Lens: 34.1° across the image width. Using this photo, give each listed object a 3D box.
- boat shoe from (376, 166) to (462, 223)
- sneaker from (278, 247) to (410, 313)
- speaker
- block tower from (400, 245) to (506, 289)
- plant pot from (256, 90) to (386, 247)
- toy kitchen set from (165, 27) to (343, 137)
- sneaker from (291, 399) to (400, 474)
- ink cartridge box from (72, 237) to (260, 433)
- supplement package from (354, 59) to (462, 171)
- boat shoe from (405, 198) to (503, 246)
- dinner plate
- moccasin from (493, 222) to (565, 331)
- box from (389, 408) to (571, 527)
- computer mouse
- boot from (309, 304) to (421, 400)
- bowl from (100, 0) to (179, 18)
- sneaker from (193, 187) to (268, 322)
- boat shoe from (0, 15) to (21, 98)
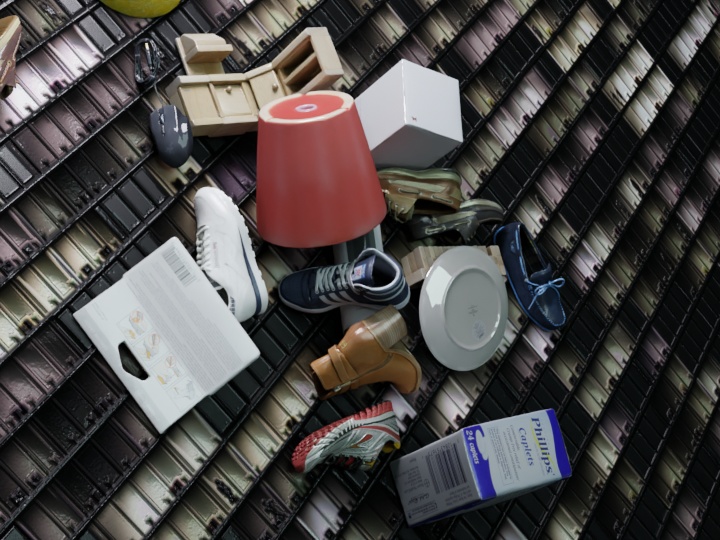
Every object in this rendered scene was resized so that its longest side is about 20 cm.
[{"bbox_3d":[0.069,-0.118,1.877,0.196,0.076,0.075,-4,68,-5],"label":"boat shoe"},{"bbox_3d":[-0.027,0.014,1.707,0.196,0.109,0.071,1,70,5],"label":"sneaker"},{"bbox_3d":[0.000,0.000,1.810,0.080,0.081,0.204,7,66,-35],"label":"speaker"},{"bbox_3d":[0.156,-0.007,1.950,0.198,0.054,0.059,-3,71,-39],"label":"block tower"},{"bbox_3d":[-0.067,-0.155,1.712,0.199,0.198,0.180,-31,123,-42],"label":"plant pot"},{"bbox_3d":[-0.173,-0.317,1.753,0.198,0.180,0.166,-12,76,-43],"label":"toy kitchen set"},{"bbox_3d":[-0.013,0.252,1.687,0.198,0.078,0.083,-18,82,-41],"label":"sneaker"},{"bbox_3d":[-0.262,0.088,1.593,0.175,0.045,0.201,-37,94,-17],"label":"ink cartridge box"},{"bbox_3d":[0.057,-0.225,1.875,0.116,0.199,0.119,14,62,-31],"label":"supplement package"},{"bbox_3d":[0.156,-0.077,1.980,0.197,0.074,0.075,-2,81,-29],"label":"boat shoe"},{"bbox_3d":[0.175,0.062,1.909,0.198,0.024,0.204,-2,93,-38],"label":"dinner plate"},{"bbox_3d":[0.300,0.011,2.042,0.080,0.068,0.202,-35,93,-42],"label":"moccasin"},{"bbox_3d":[0.179,0.294,1.744,0.198,0.183,0.107,-6,72,-38],"label":"box"},{"bbox_3d":[-0.293,-0.245,1.709,0.203,0.058,0.034,70,17,10],"label":"computer mouse"},{"bbox_3d":[0.008,0.153,1.739,0.154,0.201,0.077,-35,58,-13],"label":"boot"},{"bbox_3d":[-0.328,-0.494,1.764,0.198,0.107,0.204,16,61,-32],"label":"bowl"},{"bbox_3d":[-0.201,-0.023,1.674,0.080,0.076,0.203,-18,80,-31],"label":"sneaker"},{"bbox_3d":[-0.495,-0.259,1.566,0.202,0.071,0.072,-80,151,-42],"label":"boat shoe"}]
